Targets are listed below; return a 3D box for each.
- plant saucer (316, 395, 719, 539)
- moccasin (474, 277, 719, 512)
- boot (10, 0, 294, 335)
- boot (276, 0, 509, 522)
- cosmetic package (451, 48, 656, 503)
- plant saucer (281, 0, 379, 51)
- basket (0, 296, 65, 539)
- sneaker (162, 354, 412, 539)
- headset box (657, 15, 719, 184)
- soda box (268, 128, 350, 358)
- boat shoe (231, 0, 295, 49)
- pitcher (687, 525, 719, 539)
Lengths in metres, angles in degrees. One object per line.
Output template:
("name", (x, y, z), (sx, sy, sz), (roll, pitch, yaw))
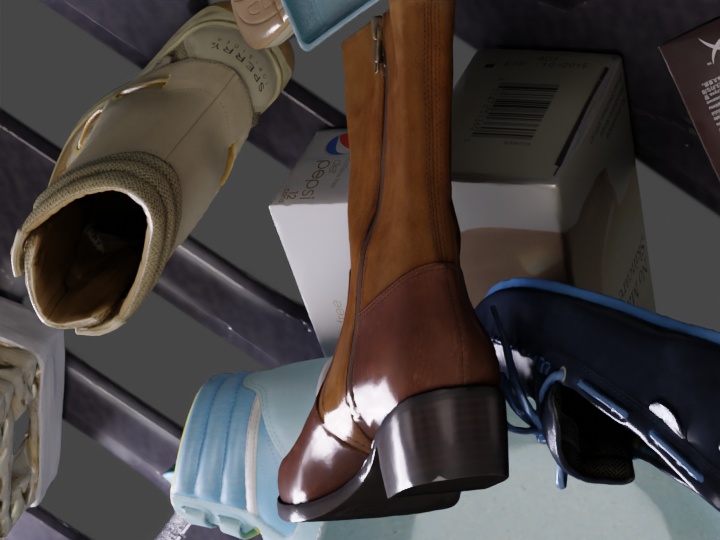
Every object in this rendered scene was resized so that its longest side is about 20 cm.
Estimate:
("plant saucer", (0.080, 0.138, 1.186), (0.200, 0.039, 0.201), (5, 115, 12))
("moccasin", (0.094, 0.050, 1.046), (0.080, 0.068, 0.200), (35, 169, -25))
("boot", (-0.119, -0.022, 1.226), (0.073, 0.156, 0.200), (40, 133, -10))
("boot", (0.000, 0.000, 1.095), (0.068, 0.201, 0.188), (-4, 168, -14))
("cosmetic package", (0.084, 0.010, 1.192), (0.071, 0.105, 0.200), (5, 130, 22))
("plant saucer", (-0.037, -0.193, 1.073), (0.070, 0.019, 0.200), (-31, 81, 46))
("basket", (-0.272, 0.077, 1.407), (0.200, 0.123, 0.136), (19, 134, 10))
("sneaker", (-0.022, 0.126, 1.273), (0.130, 0.080, 0.200), (-3, 116, 26))
("headset box", (0.204, -0.019, 1.026), (0.075, 0.149, 0.200), (-24, 91, 23))
("soda box", (0.025, 0.030, 1.264), (0.068, 0.064, 0.200), (-1, 127, 27))
("boat shoe", (0.006, -0.166, 1.106), (0.065, 0.072, 0.200), (-2, 141, -33))
("pitcher", (0.214, 0.063, 1.172), (0.172, 0.121, 0.200), (45, 123, 1))
